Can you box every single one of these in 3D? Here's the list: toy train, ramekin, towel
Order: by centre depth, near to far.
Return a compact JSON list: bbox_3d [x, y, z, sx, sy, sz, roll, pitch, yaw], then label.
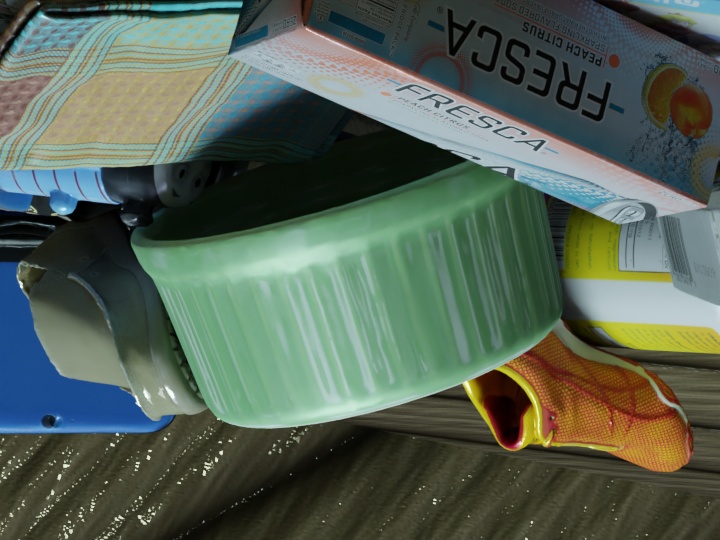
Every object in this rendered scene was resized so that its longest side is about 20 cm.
[{"bbox_3d":[-0.075,-0.081,1.160,0.200,0.022,0.147,-5,156,-33],"label":"towel"},{"bbox_3d":[0.000,0.000,1.279,0.200,0.098,0.200,-16,-169,3],"label":"ramekin"},{"bbox_3d":[-0.146,-0.083,1.299,0.200,0.114,0.087,7,171,24],"label":"toy train"}]

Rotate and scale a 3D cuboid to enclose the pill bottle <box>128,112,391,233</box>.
[{"bbox_3d":[-0.016,-0.034,1.465,0.200,0.112,0.112,17,170,-30],"label":"pill bottle"}]

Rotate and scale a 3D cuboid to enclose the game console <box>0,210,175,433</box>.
[{"bbox_3d":[-0.220,0.010,1.679,0.200,0.118,0.171,1,-154,-17],"label":"game console"}]

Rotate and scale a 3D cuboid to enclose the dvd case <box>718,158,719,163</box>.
[{"bbox_3d":[0.104,-0.083,1.307,0.200,0.018,0.143,8,171,16],"label":"dvd case"}]

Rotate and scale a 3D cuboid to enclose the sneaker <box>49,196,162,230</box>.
[{"bbox_3d":[-0.151,-0.070,1.406,0.077,0.082,0.200,16,-173,-36],"label":"sneaker"}]

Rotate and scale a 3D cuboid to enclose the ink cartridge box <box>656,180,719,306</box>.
[{"bbox_3d":[0.243,-0.032,1.220,0.200,0.050,0.109,-14,-174,-5],"label":"ink cartridge box"}]

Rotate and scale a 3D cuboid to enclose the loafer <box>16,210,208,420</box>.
[{"bbox_3d":[-0.128,0.030,1.373,0.068,0.076,0.200,-28,-155,-6],"label":"loafer"}]

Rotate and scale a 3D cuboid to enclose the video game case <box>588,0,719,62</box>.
[{"bbox_3d":[0.123,-0.093,1.152,0.143,0.018,0.200,12,166,4],"label":"video game case"}]

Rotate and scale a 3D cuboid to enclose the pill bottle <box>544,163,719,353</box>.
[{"bbox_3d":[0.181,-0.008,1.406,0.104,0.104,0.200,18,169,-41],"label":"pill bottle"}]

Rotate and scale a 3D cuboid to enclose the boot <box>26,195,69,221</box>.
[{"bbox_3d":[-0.202,-0.076,1.568,0.200,0.073,0.151,17,168,2],"label":"boot"}]

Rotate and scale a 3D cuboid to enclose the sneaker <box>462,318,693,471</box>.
[{"bbox_3d":[0.102,0.069,1.431,0.200,0.077,0.073,31,159,-36],"label":"sneaker"}]

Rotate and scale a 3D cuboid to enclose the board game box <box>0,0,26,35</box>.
[{"bbox_3d":[-0.172,-0.132,1.191,0.200,0.064,0.148,8,170,24],"label":"board game box"}]

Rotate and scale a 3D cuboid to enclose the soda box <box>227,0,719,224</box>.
[{"bbox_3d":[0.051,-0.083,1.084,0.200,0.064,0.068,22,164,-26],"label":"soda box"}]
